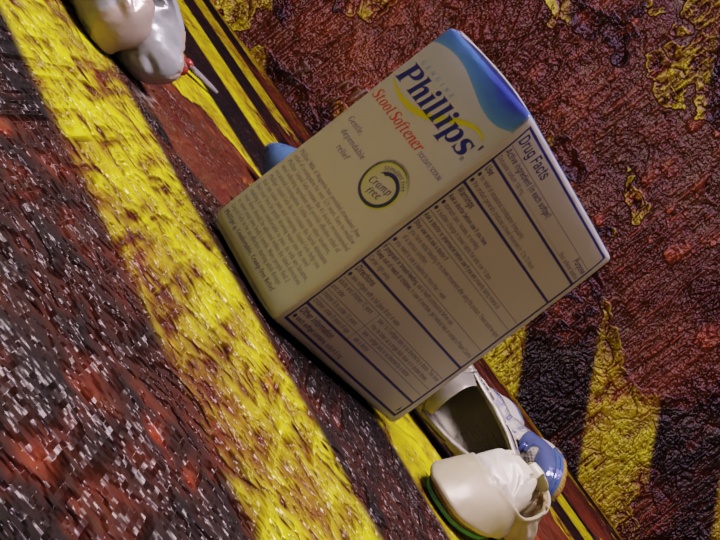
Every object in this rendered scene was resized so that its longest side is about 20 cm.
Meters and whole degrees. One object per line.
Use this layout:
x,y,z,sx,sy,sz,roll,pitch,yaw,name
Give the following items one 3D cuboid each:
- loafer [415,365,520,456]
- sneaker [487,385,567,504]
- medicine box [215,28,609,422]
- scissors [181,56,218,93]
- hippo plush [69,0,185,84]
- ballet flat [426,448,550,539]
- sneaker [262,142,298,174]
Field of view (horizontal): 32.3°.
0.073,0.098,1.049,0.201,0.070,0.070,53,-13,3,loafer
0.127,0.165,1.205,0.088,0.075,0.200,38,3,-24,sneaker
0.040,-0.022,0.828,0.103,0.200,0.182,55,5,37,medicine box
-0.185,-0.222,1.282,0.073,0.014,0.200,51,6,2,scissors
-0.153,-0.256,0.929,0.200,0.160,0.159,53,5,9,hippo plush
0.102,0.160,0.909,0.070,0.069,0.200,54,5,23,ballet flat
-0.033,-0.058,1.250,0.200,0.066,0.079,48,2,-44,sneaker
